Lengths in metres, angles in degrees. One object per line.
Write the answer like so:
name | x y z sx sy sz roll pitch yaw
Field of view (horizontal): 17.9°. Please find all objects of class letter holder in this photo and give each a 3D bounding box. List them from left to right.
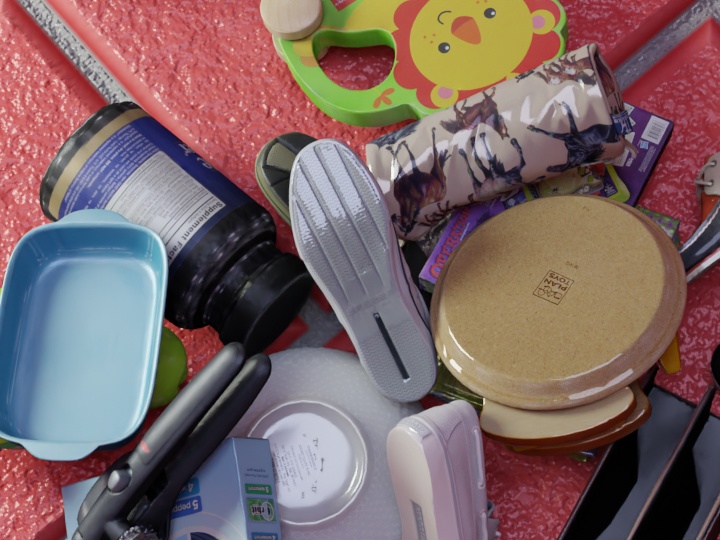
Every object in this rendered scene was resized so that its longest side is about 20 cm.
letter holder | 0.204 0.170 1.615 0.101 0.142 0.200 27 77 11

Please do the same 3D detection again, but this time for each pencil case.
pencil case | 0.100 -0.088 1.678 0.200 0.078 0.089 -23 90 8

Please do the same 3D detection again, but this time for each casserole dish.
casserole dish | -0.197 0.051 1.624 0.121 0.039 0.200 0 60 8

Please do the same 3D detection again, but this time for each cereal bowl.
cereal bowl | -0.037 0.148 1.672 0.200 0.083 0.200 -1 74 3

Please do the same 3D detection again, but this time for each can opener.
can opener | -0.135 0.127 1.579 0.200 0.063 0.079 -51 57 19

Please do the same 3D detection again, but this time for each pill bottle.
pill bottle | -0.135 -0.027 1.716 0.200 0.112 0.112 39 80 13

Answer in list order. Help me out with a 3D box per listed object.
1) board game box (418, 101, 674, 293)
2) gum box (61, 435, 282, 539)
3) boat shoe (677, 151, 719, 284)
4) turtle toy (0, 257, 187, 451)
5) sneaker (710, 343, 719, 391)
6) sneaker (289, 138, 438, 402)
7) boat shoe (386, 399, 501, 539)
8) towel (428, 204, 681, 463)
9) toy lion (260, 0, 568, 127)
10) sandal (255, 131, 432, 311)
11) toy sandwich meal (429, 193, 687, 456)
board game box | 0.141 -0.049 1.723 0.120 0.032 0.200 26 71 10
gum box | -0.128 0.234 1.625 0.170 0.045 0.200 -18 73 34
boat shoe | 0.286 -0.069 1.715 0.063 0.071 0.200 43 74 -1
turtle toy | -0.229 0.073 1.696 0.200 0.101 0.146 -7 60 4
sneaker | 0.346 0.099 1.653 0.200 0.090 0.070 33 79 13
sneaker | 0.000 0.000 1.655 0.073 0.071 0.200 -19 97 3
boat shoe | 0.067 0.180 1.621 0.069 0.200 0.072 -26 28 -26
towel | 0.145 0.031 1.725 0.144 0.023 0.200 20 75 11
toy lion | 0.051 -0.177 1.759 0.200 0.069 0.192 -31 66 -4
sandal | -0.009 -0.015 1.729 0.080 0.057 0.201 -33 89 -28
toy sandwich meal | 0.145 0.036 1.637 0.205 0.070 0.205 -9 53 12
